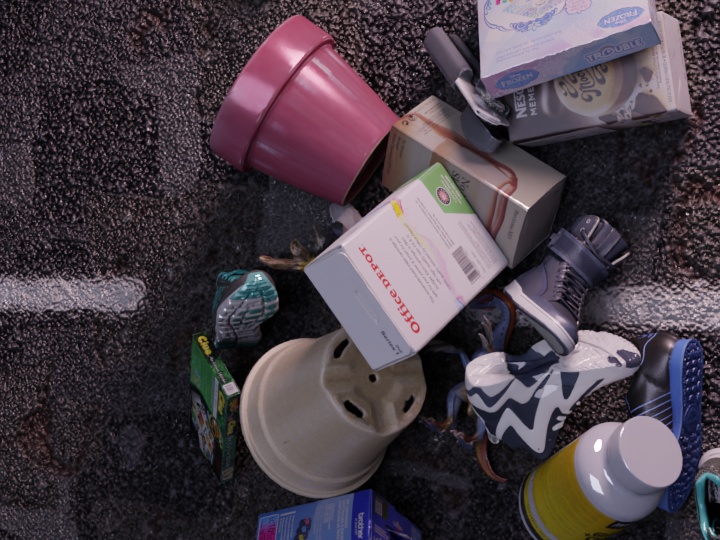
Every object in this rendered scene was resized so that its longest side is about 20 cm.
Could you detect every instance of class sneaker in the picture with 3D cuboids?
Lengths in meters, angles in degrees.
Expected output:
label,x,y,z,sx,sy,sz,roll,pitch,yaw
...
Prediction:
label,x,y,z,sx,sy,sz,roll,pitch,yaw
sneaker,-0.156,0.030,1.839,0.200,0.077,0.092,127,134,-63
sneaker,0.241,0.011,1.629,0.146,0.202,0.077,-40,106,5
sneaker,0.405,0.300,1.604,0.077,0.091,0.202,-19,83,26
sneaker,0.340,0.170,1.654,0.077,0.070,0.202,9,96,42
sneaker,0.225,0.150,1.660,0.197,0.080,0.130,-15,123,0

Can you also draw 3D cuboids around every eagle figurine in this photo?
label,x,y,z,sx,sy,sz,roll,pitch,yaw
eagle figurine,0.001,0.007,1.767,0.199,0.151,0.152,8,122,51

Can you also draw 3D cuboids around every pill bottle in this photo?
label,x,y,z,sx,sy,sz,roll,pitch,yaw
pill bottle,0.267,0.236,1.616,0.113,0.111,0.200,60,146,13

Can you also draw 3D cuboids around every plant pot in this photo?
label,x,y,z,sx,sy,sz,roll,pitch,yaw
plant pot,-0.018,0.151,1.715,0.183,0.199,0.202,-39,71,58
plant pot,-0.057,-0.181,1.783,0.178,0.200,0.201,35,106,5

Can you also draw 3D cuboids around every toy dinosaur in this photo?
label,x,y,z,sx,sy,sz,roll,pitch,yaw
toy dinosaur,0.144,0.121,1.757,0.105,0.200,0.182,18,65,42

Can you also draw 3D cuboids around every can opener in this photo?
label,x,y,z,sx,sy,sz,roll,pitch,yaw
can opener,0.119,-0.217,1.707,0.067,0.052,0.201,-54,36,26

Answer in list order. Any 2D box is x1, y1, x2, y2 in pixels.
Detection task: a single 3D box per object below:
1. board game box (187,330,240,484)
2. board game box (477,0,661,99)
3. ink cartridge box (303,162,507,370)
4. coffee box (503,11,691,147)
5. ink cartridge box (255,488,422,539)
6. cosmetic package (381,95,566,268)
label,x,y,z,sx,sy,sz,roll,pitch,yaw
board game box,-0.188,0.177,1.860,0.105,0.023,0.201,59,155,31
board game box,0.229,-0.307,1.645,0.199,0.043,0.200,-16,50,22
ink cartridge box,0.053,-0.005,1.638,0.145,0.200,0.084,55,139,-6
coffee box,0.267,-0.215,1.669,0.198,0.080,0.114,-10,86,26
ink cartridge box,-0.013,0.338,1.782,0.199,0.136,0.077,-18,49,25
cosmetic package,0.131,-0.105,1.716,0.199,0.087,0.104,33,139,23
